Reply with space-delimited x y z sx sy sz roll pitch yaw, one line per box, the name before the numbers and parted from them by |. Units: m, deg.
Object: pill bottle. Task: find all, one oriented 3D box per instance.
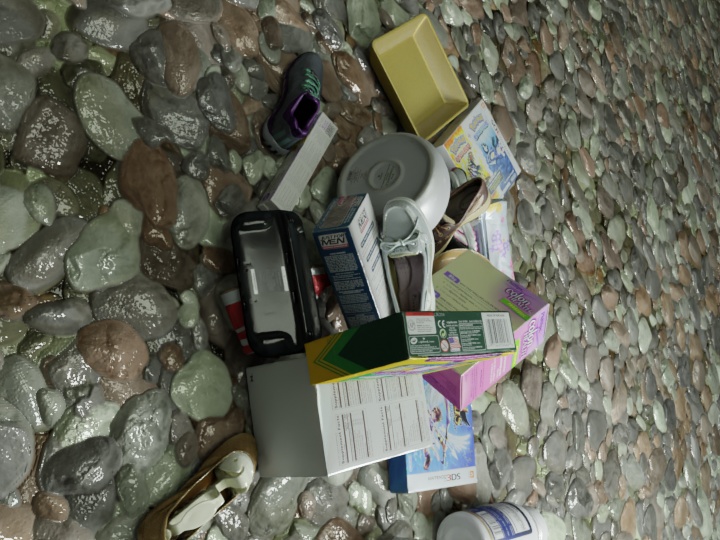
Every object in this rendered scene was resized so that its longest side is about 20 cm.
pill bottle | 0.232 0.457 1.186 0.199 0.111 0.112 8 74 -43

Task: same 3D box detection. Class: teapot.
teapot | 0.064 -0.111 1.131 0.198 0.199 0.146 56 3 38

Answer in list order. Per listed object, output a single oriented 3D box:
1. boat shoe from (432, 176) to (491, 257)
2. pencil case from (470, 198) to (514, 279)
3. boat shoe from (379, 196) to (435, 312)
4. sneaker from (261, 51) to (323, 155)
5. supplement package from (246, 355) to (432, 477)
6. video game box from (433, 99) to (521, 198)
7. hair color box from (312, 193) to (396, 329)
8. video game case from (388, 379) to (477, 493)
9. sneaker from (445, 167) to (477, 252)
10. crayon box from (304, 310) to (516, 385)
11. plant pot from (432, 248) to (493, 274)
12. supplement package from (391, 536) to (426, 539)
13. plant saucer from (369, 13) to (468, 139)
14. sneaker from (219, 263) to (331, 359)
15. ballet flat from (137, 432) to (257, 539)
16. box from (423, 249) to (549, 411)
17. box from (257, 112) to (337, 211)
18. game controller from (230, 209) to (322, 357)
boat shoe | 0.139 -0.088 1.195 0.072 0.199 0.072 53 1 24
pencil case | 0.247 -0.039 1.321 0.091 0.082 0.202 -54 136 -74
boat shoe | 0.069 -0.005 1.018 0.065 0.074 0.204 -48 134 -67
sneaker | -0.080 -0.268 1.078 0.074 0.087 0.201 35 57 -33
supplement package | -0.029 0.191 0.967 0.199 0.151 0.152 -1 78 -44
video game box | 0.237 -0.222 1.409 0.183 0.047 0.200 54 48 -18
hair color box | 0.000 0.000 1.019 0.100 0.060 0.201 -64 142 -53
video game case | 0.120 0.263 1.172 0.180 0.045 0.202 9 73 -44
sneaker | 0.157 -0.085 1.287 0.086 0.080 0.202 -12 102 -8
crayon box | 0.062 0.094 0.853 0.199 0.172 0.059 4 73 -43
plant pot | 0.174 0.062 1.249 0.199 0.027 0.202 0 91 -27
supplement package | 0.088 0.519 1.023 0.121 0.119 0.201 -22 96 -46
plant saucer | 0.103 -0.359 1.310 0.200 0.048 0.201 -43 110 -41
sneaker | -0.097 0.058 0.991 0.199 0.071 0.113 -17 88 -38
ballet flat | -0.182 0.272 0.853 0.200 0.072 0.068 -34 103 -44
box | 0.168 0.090 1.121 0.199 0.176 0.097 -34 141 -23
box | -0.095 -0.162 1.072 0.041 0.039 0.201 42 53 -27
game controller | -0.113 0.014 0.935 0.104 0.042 0.202 -7 78 -20
